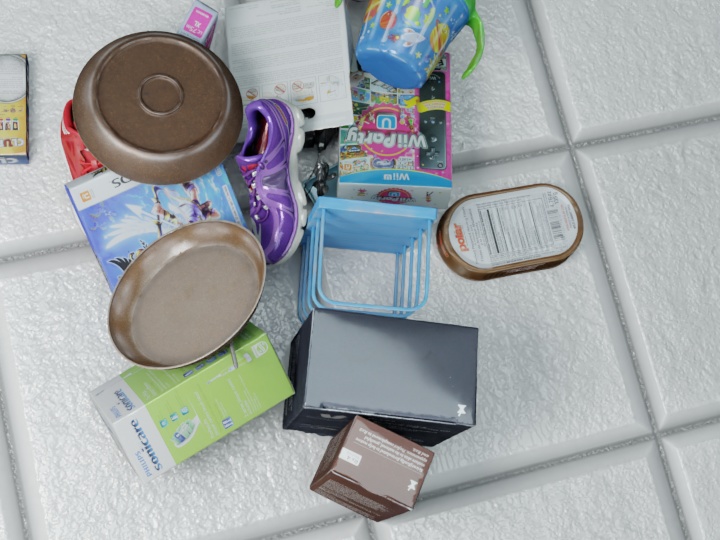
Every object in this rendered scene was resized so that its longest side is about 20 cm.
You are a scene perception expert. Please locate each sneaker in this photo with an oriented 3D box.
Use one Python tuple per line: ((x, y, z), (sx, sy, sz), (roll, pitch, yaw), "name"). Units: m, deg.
((-0.118, -0.106, 1.410), (0.083, 0.080, 0.202), (-1, 90, -52), "sneaker")
((-0.322, -0.114, 1.428), (0.078, 0.116, 0.201), (-25, 80, -14), "sneaker")

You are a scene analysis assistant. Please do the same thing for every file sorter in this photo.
((0.000, 0.000, 1.418), (0.137, 0.200, 0.124), (6, 79, -9), "file sorter")

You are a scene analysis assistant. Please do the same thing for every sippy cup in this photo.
((0.060, -0.304, 1.479), (0.176, 0.140, 0.131), (18, 76, 23), "sippy cup")

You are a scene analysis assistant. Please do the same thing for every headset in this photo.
((-0.082, -0.183, 1.499), (0.122, 0.094, 0.201), (-19, 67, -10), "headset")

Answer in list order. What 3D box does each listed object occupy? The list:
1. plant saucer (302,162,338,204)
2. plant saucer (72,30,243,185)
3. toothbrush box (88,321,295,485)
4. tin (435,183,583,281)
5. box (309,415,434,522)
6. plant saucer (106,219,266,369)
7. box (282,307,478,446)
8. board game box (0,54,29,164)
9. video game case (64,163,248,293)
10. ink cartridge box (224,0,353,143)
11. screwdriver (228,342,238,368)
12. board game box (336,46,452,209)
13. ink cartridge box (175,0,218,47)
((0.022, -0.130, 1.547), (0.199, 0.019, 0.070), (-31, 83, -15), "plant saucer")
((-0.233, -0.197, 1.373), (0.198, 0.035, 0.202), (4, 70, -11), "plant saucer")
((-0.197, 0.140, 1.362), (0.199, 0.145, 0.087), (-29, 109, -17), "toothbrush box")
((0.197, -0.053, 1.551), (0.198, 0.042, 0.113), (-11, 74, -13), "tin")
((0.009, 0.231, 1.357), (0.099, 0.200, 0.075), (26, 73, -3), "box")
((-0.192, 0.031, 1.334), (0.198, 0.032, 0.202), (-13, 52, 17), "plant saucer")
((0.020, 0.130, 1.386), (0.195, 0.200, 0.119), (7, 75, -9), "box")
((-0.512, -0.199, 1.458), (0.198, 0.035, 0.137), (-1, 76, -11), "board game box")
((-0.231, -0.047, 1.420), (0.180, 0.045, 0.202), (-26, 110, -14), "video game case")
((-0.087, -0.255, 1.507), (0.160, 0.050, 0.202), (-8, 71, 8), "ink cartridge box")
((-0.151, 0.056, 1.344), (0.028, 0.200, 0.029), (22, 105, -22), "screwdriver")
((0.044, -0.184, 1.523), (0.146, 0.064, 0.202), (2, 68, -4), "board game box")
((-0.240, -0.224, 1.469), (0.042, 0.119, 0.201), (28, 72, -5), "ink cartridge box")
